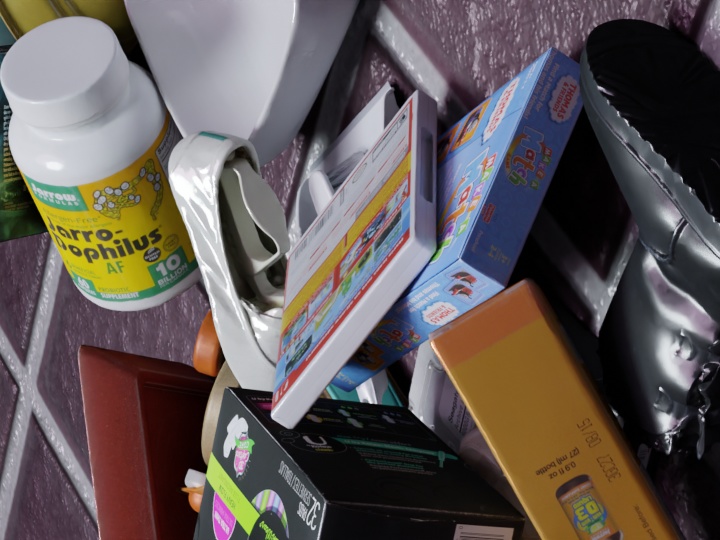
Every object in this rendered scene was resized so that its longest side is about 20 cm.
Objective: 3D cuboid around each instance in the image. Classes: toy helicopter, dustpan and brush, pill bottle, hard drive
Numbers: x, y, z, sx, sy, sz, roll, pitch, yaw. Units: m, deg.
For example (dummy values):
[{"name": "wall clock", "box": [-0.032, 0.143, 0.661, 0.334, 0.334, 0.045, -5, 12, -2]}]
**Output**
[{"name": "toy helicopter", "box": [-0.083, 0.129, 1.892, 0.200, 0.079, 0.133, 91, -162, -53]}, {"name": "dustpan and brush", "box": [0.000, 0.000, 1.753, 0.140, 0.057, 0.201, -44, 60, 55]}, {"name": "pill bottle", "box": [-0.176, -0.075, 1.915, 0.113, 0.113, 0.200, 50, 166, 43]}, {"name": "hard drive", "box": [0.098, 0.086, 1.630, 0.200, 0.038, 0.140, 49, 137, 45]}]

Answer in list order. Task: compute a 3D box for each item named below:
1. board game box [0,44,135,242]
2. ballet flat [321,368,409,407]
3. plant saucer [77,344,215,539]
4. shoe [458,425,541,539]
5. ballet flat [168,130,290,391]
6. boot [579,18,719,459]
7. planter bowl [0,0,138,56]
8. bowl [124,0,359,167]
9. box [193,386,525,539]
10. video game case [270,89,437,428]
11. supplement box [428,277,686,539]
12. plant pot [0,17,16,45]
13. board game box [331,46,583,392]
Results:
[{"name": "board game box", "box": [-0.219, -0.097, 1.989, 0.028, 0.200, 0.136, 5, 98, 23]}, {"name": "ballet flat", "box": [0.024, 0.132, 1.755, 0.200, 0.068, 0.072, 55, 161, 39]}, {"name": "plant saucer", "box": [-0.131, 0.154, 1.936, 0.037, 0.200, 0.200, -10, 81, 16]}, {"name": "shoe", "box": [0.099, 0.166, 1.556, 0.200, 0.053, 0.070, 60, 144, 33]}, {"name": "ballet flat", "box": [-0.065, 0.004, 1.778, 0.069, 0.069, 0.201, -2, 110, 60]}, {"name": "boot", "box": [0.160, -0.013, 1.466, 0.199, 0.073, 0.163, 59, 150, 37]}, {"name": "planter bowl", "box": [-0.187, -0.233, 1.953, 0.083, 0.200, 0.201, -17, 81, 24]}, {"name": "bowl", "box": [-0.072, -0.182, 1.817, 0.200, 0.074, 0.200, 64, 146, 30]}, {"name": "box", "box": [-0.009, 0.169, 1.587, 0.200, 0.124, 0.149, -141, 61, -65]}, {"name": "video game case", "box": [-0.002, -0.010, 1.624, 0.143, 0.017, 0.200, -51, 15, 23]}, {"name": "supplement box", "box": [0.114, 0.105, 1.480, 0.200, 0.066, 0.069, 61, -175, 6]}, {"name": "plant pot", "box": [-0.298, -0.239, 2.138, 0.200, 0.134, 0.201, 24, 118, 55]}, {"name": "board game box", "box": [0.049, -0.026, 1.597, 0.200, 0.037, 0.152, -38, 24, 58]}]
